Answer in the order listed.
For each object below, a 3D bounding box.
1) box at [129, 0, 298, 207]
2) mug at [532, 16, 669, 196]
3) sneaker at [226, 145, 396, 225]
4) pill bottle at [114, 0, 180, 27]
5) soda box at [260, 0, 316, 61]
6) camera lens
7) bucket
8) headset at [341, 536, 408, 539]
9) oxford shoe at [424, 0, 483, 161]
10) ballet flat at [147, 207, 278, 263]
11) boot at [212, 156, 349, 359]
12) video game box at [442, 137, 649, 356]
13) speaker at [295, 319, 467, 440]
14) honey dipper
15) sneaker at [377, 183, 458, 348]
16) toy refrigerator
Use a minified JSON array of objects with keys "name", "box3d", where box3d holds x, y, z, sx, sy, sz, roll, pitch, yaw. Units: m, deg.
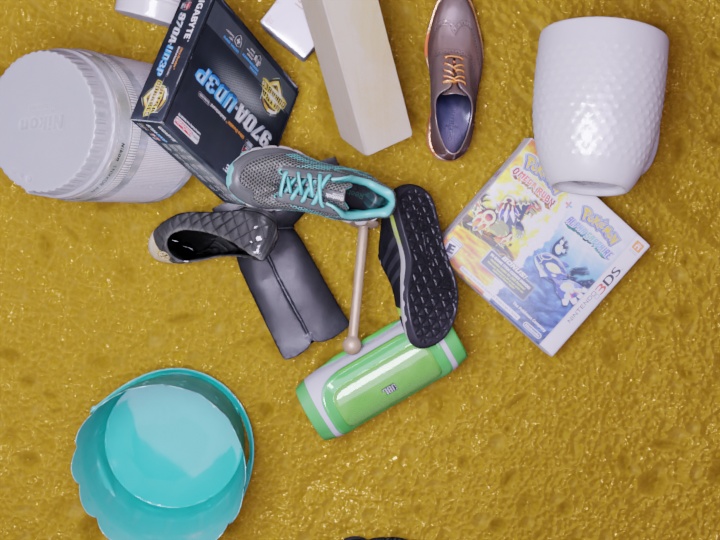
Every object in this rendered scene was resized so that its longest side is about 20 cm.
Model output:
[{"name":"box","box3d":[-0.153,-0.184,1.187,0.046,0.200,0.159,11,72,29]},{"name":"mug","box3d":[0.286,-0.175,1.250,0.200,0.147,0.176,13,82,-45]},{"name":"sneaker","box3d":[-0.047,-0.093,1.198,0.199,0.091,0.078,6,95,-24]},{"name":"pill bottle","box3d":[-0.211,-0.379,1.219,0.113,0.113,0.201,14,96,-4]},{"name":"soda box","box3d":[-0.029,-0.342,1.257,0.068,0.064,0.200,38,93,-6]},{"name":"camera lens","box3d":[-0.280,-0.155,1.183,0.160,0.200,0.161,1,93,26]},{"name":"bucket","box3d":[-0.225,0.216,1.271,0.206,0.135,0.208,0,97,-3]},{"name":"headset","box3d":[-0.010,0.392,1.319,0.199,0.124,0.094,-11,117,13]},{"name":"oxford shoe","box3d":[0.114,-0.229,1.271,0.071,0.073,0.201,-1,96,-2]},{"name":"ballet flat","box3d":[-0.177,-0.032,1.239,0.066,0.200,0.057,44,52,-37]},{"name":"boot","box3d":[-0.064,-0.015,1.288,0.164,0.066,0.200,-24,94,8]},{"name":"video game box","box3d":[0.217,-0.028,1.313,0.200,0.047,0.182,41,90,-6]},{"name":"speaker","box3d":[0.025,0.122,1.299,0.200,0.088,0.089,-31,97,1]},{"name":"honey dipper","box3d":[0.000,0.000,1.285,0.038,0.038,0.201,5,83,-3]},{"name":"sneaker","box3d":[0.062,-0.004,1.278,0.072,0.083,0.201,1,76,-24]},{"name":"toy refrigerator","box3d":[-0.004,-0.240,1.221,0.070,0.076,0.200,-25,121,-14]}]
